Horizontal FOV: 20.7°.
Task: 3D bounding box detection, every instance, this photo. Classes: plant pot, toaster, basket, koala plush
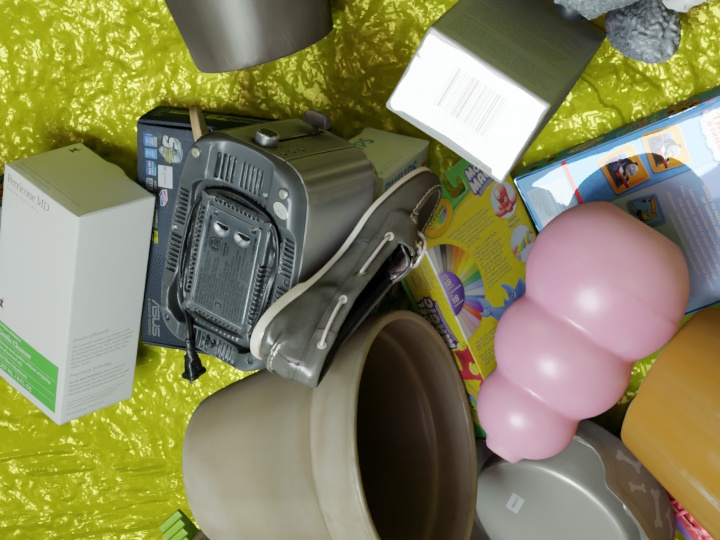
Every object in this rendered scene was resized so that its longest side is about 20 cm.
[{"bbox_3d":[-0.031,0.138,1.458,0.172,0.200,0.202,-8,108,28],"label":"plant pot"},{"bbox_3d":[0.303,0.128,1.472,0.183,0.200,0.201,34,119,22],"label":"plant pot"},{"bbox_3d":[-0.064,-0.017,1.438,0.113,0.129,0.202,25,118,26],"label":"toaster"},{"bbox_3d":[-0.100,-0.263,1.488,0.179,0.136,0.202,-8,111,26],"label":"basket"},{"bbox_3d":[0.173,-0.239,1.349,0.176,0.200,0.185,30,111,0],"label":"koala plush"}]

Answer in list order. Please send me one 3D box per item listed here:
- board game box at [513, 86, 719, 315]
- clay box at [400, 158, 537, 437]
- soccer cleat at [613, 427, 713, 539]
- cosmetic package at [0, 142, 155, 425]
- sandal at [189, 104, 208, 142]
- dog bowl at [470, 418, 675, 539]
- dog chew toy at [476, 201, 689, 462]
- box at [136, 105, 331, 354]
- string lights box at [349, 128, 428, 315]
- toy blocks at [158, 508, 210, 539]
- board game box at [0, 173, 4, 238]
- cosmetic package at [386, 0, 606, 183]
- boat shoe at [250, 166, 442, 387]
[{"bbox_3d":[0.238,-0.043,1.502,0.199,0.037,0.152,-21,102,27],"label":"board game box"},{"bbox_3d":[0.095,0.014,1.521,0.047,0.115,0.201,-7,114,49],"label":"clay box"},{"bbox_3d":[0.279,0.194,1.559,0.199,0.073,0.068,36,119,4],"label":"soccer cleat"},{"bbox_3d":[-0.242,0.010,1.642,0.107,0.084,0.202,32,127,36],"label":"cosmetic package"},{"bbox_3d":[-0.077,-0.040,1.551,0.069,0.078,0.213,-12,114,2],"label":"sandal"},{"bbox_3d":[0.162,0.193,1.574,0.199,0.059,0.201,23,138,22],"label":"dog bowl"},{"bbox_3d":[0.156,0.051,1.456,0.124,0.125,0.201,33,93,5],"label":"dog chew toy"},{"bbox_3d":[-0.104,-0.028,1.623,0.156,0.051,0.202,8,113,16],"label":"box"},{"bbox_3d":[0.000,0.000,1.558,0.058,0.103,0.202,14,115,18],"label":"string lights box"},{"bbox_3d":[-0.099,0.291,1.582,0.100,0.137,0.200,-41,94,23],"label":"toy blocks"},{"bbox_3d":[-0.330,0.009,1.634,0.034,0.200,0.136,18,116,14],"label":"board game box"},{"bbox_3d":[0.101,-0.146,1.419,0.101,0.200,0.072,34,118,4],"label":"cosmetic package"},{"bbox_3d":[0.005,0.008,1.387,0.057,0.200,0.067,34,150,20],"label":"boat shoe"}]
